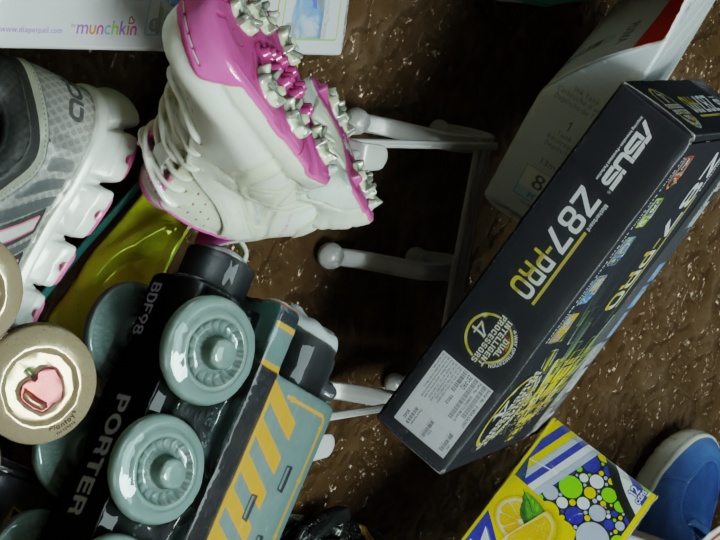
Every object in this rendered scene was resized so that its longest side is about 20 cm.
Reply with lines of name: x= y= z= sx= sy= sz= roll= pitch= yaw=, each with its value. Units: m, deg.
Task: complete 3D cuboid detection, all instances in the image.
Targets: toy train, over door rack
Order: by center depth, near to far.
toy train: x=-0.078 y=0.092 z=1.085 sx=0.114 sy=0.085 sz=0.201 roll=32 pitch=74 yaw=-39
over door rack: x=0.000 y=0.000 z=1.237 sx=0.200 sy=0.066 sz=0.148 roll=-12 pitch=113 yaw=-69

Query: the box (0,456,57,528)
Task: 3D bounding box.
box: x=-0.133 y=0.199 z=1.127 sx=0.198 sy=0.050 sz=0.201 roll=26 pitch=82 yaw=-25

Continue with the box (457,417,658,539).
box: x=0.065 y=0.168 z=1.278 sx=0.200 sy=0.070 sz=0.064 roll=-48 pitch=172 yaw=-41

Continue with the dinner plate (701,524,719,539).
dinner plate: x=0.195 y=0.223 z=1.406 sx=0.200 sy=0.024 sz=0.201 roll=-18 pitch=115 yaw=-45

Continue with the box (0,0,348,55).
box: x=-0.106 y=-0.146 z=1.048 sx=0.200 sy=0.112 sz=0.102 roll=-4 pitch=105 yaw=-47

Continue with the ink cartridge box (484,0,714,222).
ink cartridge box: x=0.144 y=-0.131 z=1.282 sx=0.160 sy=0.047 sz=0.200 roll=-49 pitch=168 yaw=-52

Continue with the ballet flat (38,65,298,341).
ballet flat: x=-0.069 y=-0.037 z=1.154 sx=0.200 sy=0.067 sz=0.067 roll=-56 pitch=179 yaw=-16

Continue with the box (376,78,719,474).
box: x=0.103 y=-0.001 z=1.240 sx=0.200 sy=0.049 sz=0.161 roll=-55 pitch=168 yaw=15

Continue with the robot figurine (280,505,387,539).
robot figurine: x=-0.042 y=0.193 z=1.269 sx=0.200 sy=0.058 sz=0.146 roll=1 pitch=98 yaw=-48

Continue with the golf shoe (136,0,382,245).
golf shoe: x=-0.054 y=-0.051 z=1.036 sx=0.200 sy=0.091 sz=0.076 roll=51 pitch=21 yaw=-68

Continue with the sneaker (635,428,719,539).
sneaker: x=0.198 y=0.198 z=1.505 sx=0.077 sy=0.111 sz=0.201 roll=30 pitch=79 yaw=-49

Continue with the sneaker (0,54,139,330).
sneaker: x=-0.174 y=-0.004 z=1.052 sx=0.087 sy=0.074 sz=0.200 roll=34 pitch=83 yaw=-34

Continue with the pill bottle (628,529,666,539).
pill bottle: x=0.107 y=0.234 z=1.415 sx=0.112 sy=0.112 sz=0.201 roll=19 pitch=89 yaw=-50

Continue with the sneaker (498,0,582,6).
sneaker: x=0.110 y=-0.221 z=1.260 sx=0.083 sy=0.120 sz=0.201 roll=-25 pitch=120 yaw=-41

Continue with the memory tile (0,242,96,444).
memory tile: x=-0.212 y=0.055 z=0.999 sx=0.200 sy=0.017 sz=0.154 roll=-40 pitch=115 yaw=-10
